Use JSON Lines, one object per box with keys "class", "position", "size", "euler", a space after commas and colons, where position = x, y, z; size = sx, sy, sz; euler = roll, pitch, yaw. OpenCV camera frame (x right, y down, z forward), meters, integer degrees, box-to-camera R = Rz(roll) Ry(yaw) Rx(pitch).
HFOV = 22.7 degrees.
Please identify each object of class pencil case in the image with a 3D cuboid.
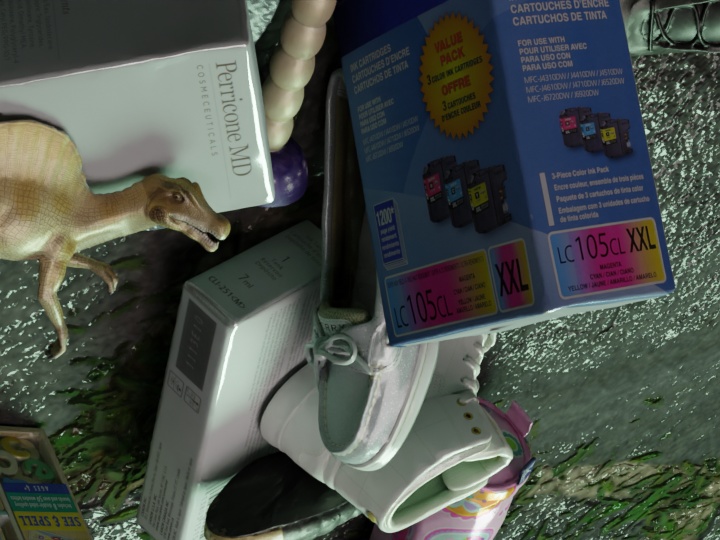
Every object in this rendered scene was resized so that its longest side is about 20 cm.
{"class": "pencil case", "position": [0.053, 0.172, 1.187], "size": [0.087, 0.088, 0.201], "euler": [-8, 136, -29]}

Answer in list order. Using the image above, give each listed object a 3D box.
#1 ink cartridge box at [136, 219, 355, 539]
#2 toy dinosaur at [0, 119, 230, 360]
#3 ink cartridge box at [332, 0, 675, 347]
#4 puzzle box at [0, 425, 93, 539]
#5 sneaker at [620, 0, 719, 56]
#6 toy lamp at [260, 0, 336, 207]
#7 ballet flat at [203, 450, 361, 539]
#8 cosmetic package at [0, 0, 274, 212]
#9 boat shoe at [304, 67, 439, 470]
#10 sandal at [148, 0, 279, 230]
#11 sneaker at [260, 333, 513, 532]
{"class": "ink cartridge box", "position": [-0.039, 0.055, 1.023], "size": [0.173, 0.043, 0.201], "euler": [-29, 148, -39]}
{"class": "toy dinosaur", "position": [-0.155, -0.017, 0.715], "size": [0.198, 0.058, 0.102], "euler": [4, 123, -32]}
{"class": "ink cartridge box", "position": [0.058, -0.075, 0.821], "size": [0.076, 0.202, 0.136], "euler": [-6, 174, -31]}
{"class": "puzzle box", "position": [-0.225, 0.130, 0.892], "size": [0.199, 0.133, 0.025], "euler": [8, 129, -42]}
{"class": "sneaker", "position": [0.181, -0.146, 0.913], "size": [0.199, 0.091, 0.076], "euler": [-25, 145, -9]}
{"class": "toy lamp", "position": [-0.022, -0.119, 0.821], "size": [0.058, 0.058, 0.201], "euler": [-8, 136, -29]}
{"class": "ballet flat", "position": [-0.016, 0.129, 1.029], "size": [0.199, 0.066, 0.057], "euler": [-19, 127, -50]}
{"class": "cosmetic package", "position": [-0.140, -0.067, 0.745], "size": [0.198, 0.075, 0.102], "euler": [-10, 141, -2]}
{"class": "boat shoe", "position": [0.001, -0.001, 0.908], "size": [0.064, 0.074, 0.204], "euler": [6, 97, -32]}
{"class": "sandal", "position": [-0.089, -0.100, 0.813], "size": [0.075, 0.043, 0.201], "euler": [1, 139, -23]}
{"class": "sneaker", "position": [0.054, 0.064, 1.004], "size": [0.200, 0.115, 0.074], "euler": [-40, 151, -24]}
